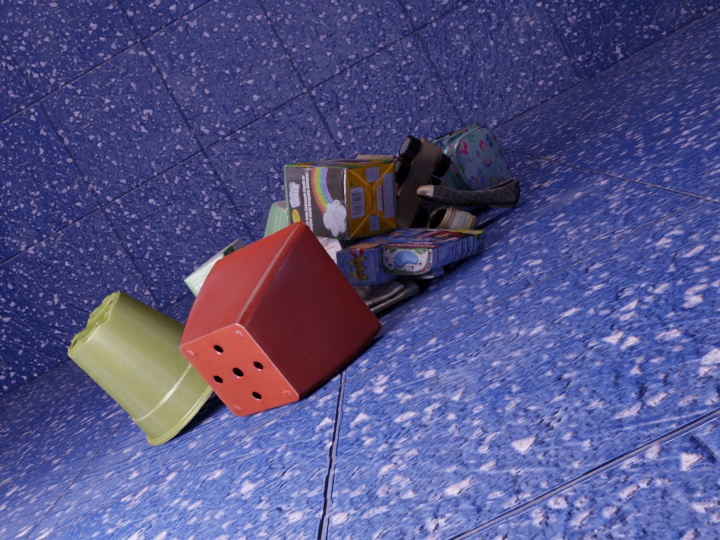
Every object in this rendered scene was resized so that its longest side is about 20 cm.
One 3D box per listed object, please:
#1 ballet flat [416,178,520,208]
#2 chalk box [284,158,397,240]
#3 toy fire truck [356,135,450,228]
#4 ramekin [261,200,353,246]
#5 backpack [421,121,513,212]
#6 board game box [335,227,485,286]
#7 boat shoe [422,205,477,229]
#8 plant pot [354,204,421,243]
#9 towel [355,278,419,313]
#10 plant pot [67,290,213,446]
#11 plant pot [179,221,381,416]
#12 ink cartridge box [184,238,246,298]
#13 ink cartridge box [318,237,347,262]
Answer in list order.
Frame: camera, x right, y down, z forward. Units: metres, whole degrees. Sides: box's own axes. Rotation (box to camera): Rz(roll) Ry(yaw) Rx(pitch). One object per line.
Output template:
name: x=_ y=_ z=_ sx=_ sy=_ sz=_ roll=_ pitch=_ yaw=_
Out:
ballet flat: x=0.201 y=-0.148 z=1.582 sx=0.199 sy=0.057 sz=0.066 roll=1 pitch=8 yaw=-12
chalk box: x=-0.049 y=-0.128 z=1.467 sx=0.124 sy=0.125 sz=0.200 roll=-14 pitch=17 yaw=-43
toy fire truck: x=0.063 y=-0.176 z=1.693 sx=0.176 sy=0.128 sz=0.200 roll=-67 pitch=17 yaw=-7
ramekin: x=-0.105 y=-0.082 z=1.769 sx=0.199 sy=0.098 sz=0.200 roll=9 pitch=13 yaw=-2
backpack: x=0.208 y=-0.206 z=1.773 sx=0.200 sy=0.178 sz=0.151 roll=-26 pitch=4 yaw=-26
board game box: x=0.067 y=-0.020 z=1.366 sx=0.200 sy=0.062 sz=0.200 roll=4 pitch=16 yaw=42
boat shoe: x=0.153 y=-0.093 z=1.605 sx=0.073 sy=0.063 sz=0.201 roll=-63 pitch=16 yaw=0
plant pot: x=0.034 y=-0.113 z=1.866 sx=0.200 sy=0.200 sz=0.135 roll=-19 pitch=49 yaw=48
towel: x=-0.014 y=0.045 z=1.399 sx=0.200 sy=0.035 sz=0.193 roll=-24 pitch=13 yaw=-8
plant pot: x=-0.335 y=0.132 z=1.299 sx=0.200 sy=0.190 sz=0.200 roll=-41 pitch=22 yaw=20
plant pot: x=-0.128 y=0.085 z=1.168 sx=0.200 sy=0.200 sz=0.176 roll=-22 pitch=23 yaw=39
ink cartridge box: x=-0.192 y=0.061 z=1.423 sx=0.087 sy=0.200 sz=0.145 roll=-35 pitch=8 yaw=9
ink cartridge box: x=-0.085 y=-0.027 z=1.555 sx=0.117 sy=0.067 sz=0.200 roll=-24 pitch=8 yaw=4
